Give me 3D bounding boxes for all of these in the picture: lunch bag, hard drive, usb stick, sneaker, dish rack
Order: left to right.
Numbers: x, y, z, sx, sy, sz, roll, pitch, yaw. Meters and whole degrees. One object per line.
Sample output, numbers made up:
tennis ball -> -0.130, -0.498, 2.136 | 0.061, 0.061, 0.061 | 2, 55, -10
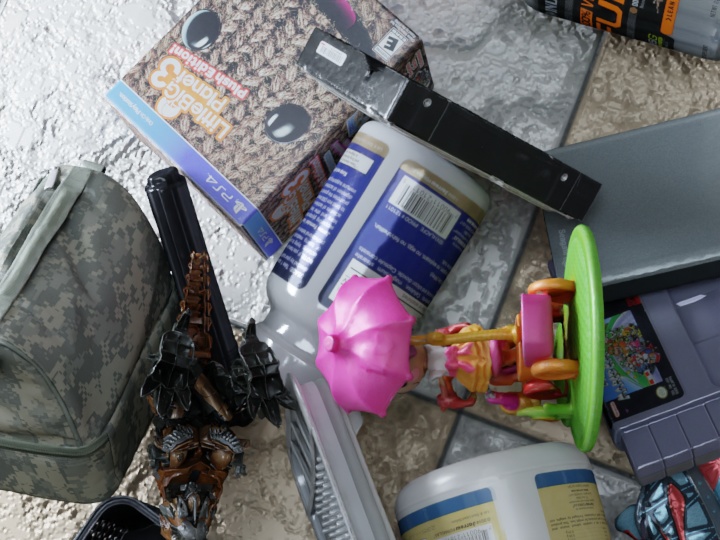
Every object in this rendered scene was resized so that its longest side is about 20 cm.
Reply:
lunch bag -> -0.220, 0.040, 1.131 | 0.138, 0.168, 0.201 | 10, 46, 14
usb stick -> -0.119, 0.021, 1.171 | 0.032, 0.055, 0.201 | -16, 102, 4
dish rack -> -0.003, 0.179, 1.086 | 0.043, 0.172, 0.201 | -15, 62, -12
hard drive -> 0.063, -0.103, 1.122 | 0.140, 0.199, 0.038 | 39, 103, 52
hard drive -> 0.234, -0.051, 1.156 | 0.199, 0.033, 0.140 | -14, 50, 9
sneaker -> 0.232, 0.185, 1.110 | 0.095, 0.079, 0.201 | -17, 64, 10

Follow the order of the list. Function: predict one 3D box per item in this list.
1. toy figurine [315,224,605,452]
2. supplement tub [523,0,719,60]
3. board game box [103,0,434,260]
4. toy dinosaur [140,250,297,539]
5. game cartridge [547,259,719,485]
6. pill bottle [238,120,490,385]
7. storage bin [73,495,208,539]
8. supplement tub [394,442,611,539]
toy figurine -> 0.061, 0.053, 1.060 | 0.183, 0.200, 0.151 | -1, 74, 1
supplement tub -> 0.204, -0.244, 1.196 | 0.199, 0.123, 0.123 | 18, 79, 14
board game box -> -0.069, -0.142, 1.225 | 0.159, 0.097, 0.200 | 42, 85, 17
toy dinosaur -> -0.121, 0.088, 1.091 | 0.102, 0.136, 0.201 | -16, 78, -24
game cartridge -> 0.221, 0.049, 1.124 | 0.129, 0.038, 0.201 | -18, 49, 0
pill bottle -> 0.000, 0.000, 1.163 | 0.115, 0.116, 0.201 | 33, 89, 15
storage bin -> -0.171, 0.280, 1.132 | 0.135, 0.094, 0.201 | 32, 83, 15
supplement tub -> 0.112, 0.232, 1.072 | 0.144, 0.145, 0.201 | -15, 73, 5
